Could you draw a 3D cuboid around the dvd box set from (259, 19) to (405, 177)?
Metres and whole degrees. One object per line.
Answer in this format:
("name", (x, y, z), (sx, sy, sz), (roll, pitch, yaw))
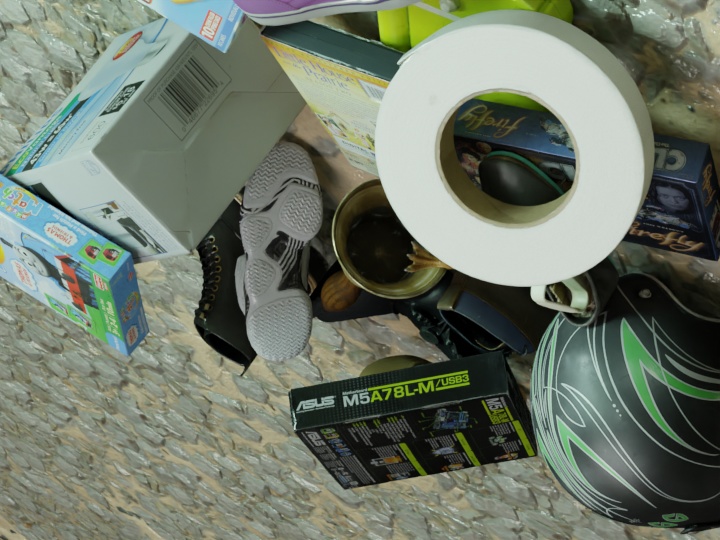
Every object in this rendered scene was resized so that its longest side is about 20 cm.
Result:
("dvd box set", (0.017, -0.124, 1.514), (0.146, 0.029, 0.200), (23, 163, 34))

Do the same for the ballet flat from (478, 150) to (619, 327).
("ballet flat", (0.144, -0.015, 1.440), (0.068, 0.068, 0.200), (5, 156, 37))

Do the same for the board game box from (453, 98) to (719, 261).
("board game box", (0.170, -0.070, 1.422), (0.200, 0.035, 0.136), (13, 160, 23))

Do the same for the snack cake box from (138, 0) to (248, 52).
("snack cake box", (-0.111, -0.266, 1.398), (0.115, 0.067, 0.200), (29, 146, -2))

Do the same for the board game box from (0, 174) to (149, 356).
("board game box", (-0.279, -0.018, 1.633), (0.200, 0.037, 0.151), (31, 157, 15))

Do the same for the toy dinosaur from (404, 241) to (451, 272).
("toy dinosaur", (0.094, -0.017, 1.514), (0.106, 0.060, 0.200), (10, 167, 32))

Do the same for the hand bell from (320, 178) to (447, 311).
("hand bell", (0.000, 0.000, 1.637), (0.104, 0.104, 0.200), (36, 158, -4))

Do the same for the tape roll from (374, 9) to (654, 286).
("tape roll", (0.108, -0.086, 1.343), (0.203, 0.037, 0.203), (9, 118, 18))

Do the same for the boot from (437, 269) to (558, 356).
("boot", (0.141, 0.053, 1.648), (0.075, 0.097, 0.200), (-5, 134, 52))

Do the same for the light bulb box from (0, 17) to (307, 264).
("light bulb box", (-0.180, -0.113, 1.619), (0.125, 0.198, 0.200), (47, 151, -22))

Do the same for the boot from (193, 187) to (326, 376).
("boot", (-0.145, -0.008, 1.825), (0.200, 0.138, 0.077), (37, 154, -4))

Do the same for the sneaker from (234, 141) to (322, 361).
("sneaker", (-0.081, -0.024, 1.744), (0.075, 0.200, 0.115), (0, -170, -10))

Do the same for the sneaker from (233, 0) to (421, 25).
("sneaker", (-0.014, -0.231, 1.287), (0.200, 0.073, 0.114), (-15, 147, 18))

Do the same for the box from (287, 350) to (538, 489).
("box", (0.052, 0.138, 1.697), (0.193, 0.048, 0.200), (-13, 156, 9))

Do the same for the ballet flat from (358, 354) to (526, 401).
("ballet flat", (0.082, 0.114, 1.792), (0.063, 0.069, 0.200), (-13, 165, 43))

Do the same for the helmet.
("helmet", (0.233, 0.109, 1.555), (0.191, 0.200, 0.200), (21, 156, -12))

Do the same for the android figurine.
("android figurine", (0.094, -0.170, 1.392), (0.182, 0.041, 0.200), (26, 154, 18))

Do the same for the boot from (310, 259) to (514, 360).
("boot", (0.048, 0.044, 1.761), (0.168, 0.076, 0.200), (40, 151, -8))
